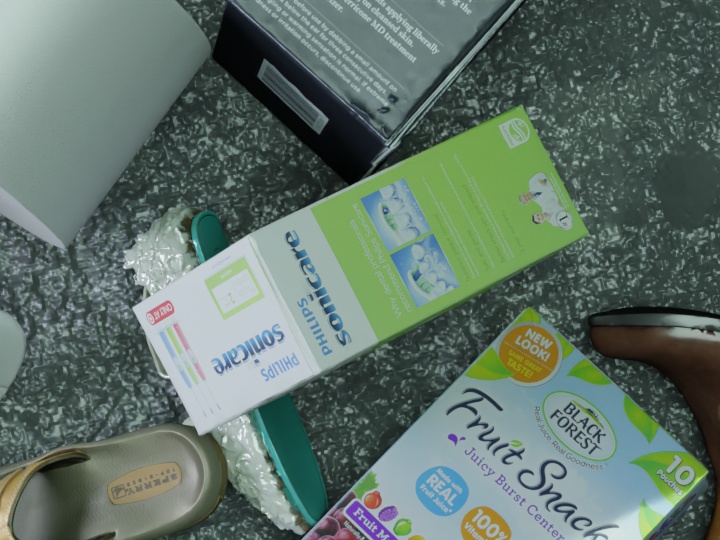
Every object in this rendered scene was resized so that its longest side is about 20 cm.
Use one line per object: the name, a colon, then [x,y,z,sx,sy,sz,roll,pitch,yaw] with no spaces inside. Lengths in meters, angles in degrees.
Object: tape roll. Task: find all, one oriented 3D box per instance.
tape roll: [-0.200,-0.125,1.547,0.203,0.203,0.139,37,83,-2]

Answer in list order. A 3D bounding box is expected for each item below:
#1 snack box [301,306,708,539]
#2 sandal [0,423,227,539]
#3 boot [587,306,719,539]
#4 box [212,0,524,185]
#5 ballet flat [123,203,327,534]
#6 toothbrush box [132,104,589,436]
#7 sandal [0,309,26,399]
snack box: [0.077,0.141,1.598,0.142,0.053,0.200,43,83,14]
sandal: [-0.171,0.139,1.589,0.200,0.054,0.080,-22,84,12]
boot: [0.205,0.127,1.655,0.188,0.068,0.200,13,92,-12]
box: [0.028,-0.165,1.575,0.124,0.200,0.197,43,82,-1]
ballet flat: [-0.080,0.061,1.623,0.072,0.072,0.200,-20,86,-7]
toothbrush box: [0.000,0.000,1.553,0.200,0.146,0.086,-28,89,-33]
sandal: [-0.280,0.083,1.597,0.203,0.082,0.050,-40,48,-6]
